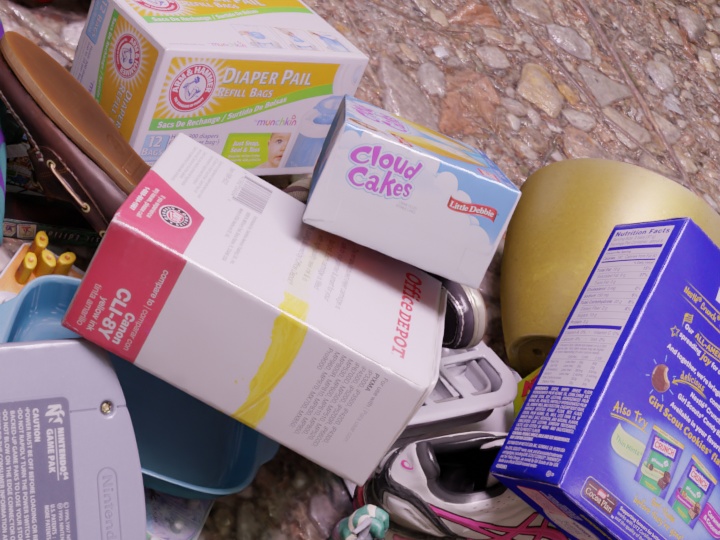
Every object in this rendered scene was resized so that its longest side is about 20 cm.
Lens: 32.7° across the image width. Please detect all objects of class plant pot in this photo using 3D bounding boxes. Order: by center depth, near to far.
[{"bbox_3d":[0.192,0.030,0.998,0.199,0.200,0.142,34,61,-6],"label":"plant pot"}]

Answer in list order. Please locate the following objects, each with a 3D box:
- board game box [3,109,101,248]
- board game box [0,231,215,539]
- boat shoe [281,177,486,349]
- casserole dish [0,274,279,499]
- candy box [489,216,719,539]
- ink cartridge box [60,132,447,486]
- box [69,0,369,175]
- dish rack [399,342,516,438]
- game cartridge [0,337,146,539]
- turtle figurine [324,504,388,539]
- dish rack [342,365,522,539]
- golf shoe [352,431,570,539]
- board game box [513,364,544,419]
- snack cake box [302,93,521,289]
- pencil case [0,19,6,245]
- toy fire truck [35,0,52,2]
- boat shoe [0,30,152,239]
[{"bbox_3d":[-0.178,-0.061,0.920,0.199,0.023,0.105,9,50,-29],"label":"board game box"},{"bbox_3d":[-0.174,0.090,0.799,0.199,0.026,0.200,32,43,-9],"label":"board game box"},{"bbox_3d":[0.000,0.000,0.861,0.065,0.072,0.200,-22,47,-40],"label":"boat shoe"},{"bbox_3d":[-0.146,0.079,0.781,0.199,0.039,0.122,23,46,-17],"label":"casserole dish"},{"bbox_3d":[0.200,0.094,0.815,0.169,0.077,0.201,41,69,-27],"label":"candy box"},{"bbox_3d":[-0.056,0.020,0.739,0.199,0.084,0.145,29,24,-5],"label":"ink cartridge box"},{"bbox_3d":[-0.110,-0.144,0.939,0.199,0.113,0.101,-8,42,-44],"label":"box"},{"bbox_3d":[-0.001,0.053,0.897,0.171,0.044,0.200,-7,42,-35],"label":"dish rack"},{"bbox_3d":[-0.186,0.140,0.680,0.133,0.041,0.201,-2,86,-35],"label":"game cartridge"},{"bbox_3d":[-0.017,0.214,0.748,0.199,0.100,0.151,20,82,-38],"label":"turtle figurine"},{"bbox_3d":[0.084,0.149,0.917,0.199,0.044,0.172,-11,64,-38],"label":"dish rack"},{"bbox_3d":[0.099,0.150,0.830,0.199,0.092,0.073,5,53,-32],"label":"golf shoe"},{"bbox_3d":[0.217,0.135,0.931,0.200,0.101,0.048,44,22,-21],"label":"board game box"},{"bbox_3d":[0.028,-0.058,0.809,0.114,0.068,0.200,23,11,-6],"label":"snack cake box"},{"bbox_3d":[-0.284,-0.094,0.829,0.085,0.092,0.201,51,24,-50],"label":"pencil case"},{"bbox_3d":[-0.226,-0.302,1.038,0.168,0.112,0.201,14,45,-57],"label":"toy fire truck"},{"bbox_3d":[-0.188,-0.067,0.831,0.200,0.070,0.070,49,17,-5],"label":"boat shoe"}]
